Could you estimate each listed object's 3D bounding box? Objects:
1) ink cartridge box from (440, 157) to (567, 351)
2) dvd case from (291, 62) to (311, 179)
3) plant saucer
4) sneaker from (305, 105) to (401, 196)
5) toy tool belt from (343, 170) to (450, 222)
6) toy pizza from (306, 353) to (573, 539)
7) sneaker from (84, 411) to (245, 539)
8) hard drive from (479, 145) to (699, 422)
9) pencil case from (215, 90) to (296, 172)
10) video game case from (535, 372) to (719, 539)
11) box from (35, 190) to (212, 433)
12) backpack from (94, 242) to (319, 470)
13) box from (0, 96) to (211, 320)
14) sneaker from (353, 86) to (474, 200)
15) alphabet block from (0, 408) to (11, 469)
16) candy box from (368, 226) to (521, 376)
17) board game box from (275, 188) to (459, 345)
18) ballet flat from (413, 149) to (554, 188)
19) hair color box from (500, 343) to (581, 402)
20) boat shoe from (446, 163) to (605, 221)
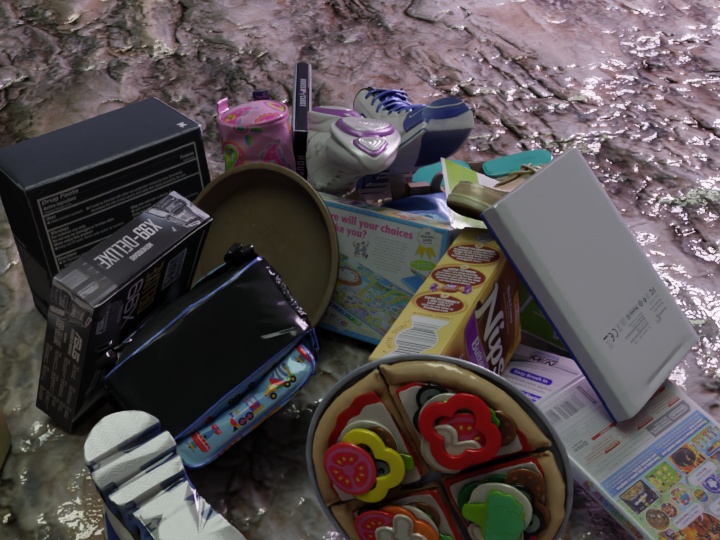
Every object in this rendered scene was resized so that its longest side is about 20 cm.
[{"bbox_3d":[0.155,-0.015,0.990,0.200,0.076,0.148,23,31,-14],"label":"ink cartridge box"},{"bbox_3d":[-0.076,-0.150,1.240,0.025,0.151,0.200,3,34,-4],"label":"dvd case"},{"bbox_3d":[-0.104,-0.010,1.028,0.200,0.201,0.029,15,6,28],"label":"plant saucer"},{"bbox_3d":[-0.011,-0.114,1.045,0.075,0.100,0.200,4,15,-16],"label":"sneaker"},{"bbox_3d":[0.075,-0.049,1.092,0.199,0.123,0.125,-13,35,-12],"label":"toy tool belt"},{"bbox_3d":[0.052,0.154,0.725,0.200,0.201,0.032,5,24,15],"label":"toy pizza"},{"bbox_3d":[-0.144,0.212,0.768,0.080,0.115,0.200,-25,68,-23],"label":"sneaker"},{"bbox_3d":[0.195,0.007,0.833,0.132,0.200,0.025,-35,3,-39],"label":"hard drive"},{"bbox_3d":[-0.113,-0.093,1.115,0.087,0.201,0.088,-3,29,2],"label":"pencil case"},{"bbox_3d":[0.242,0.155,0.796,0.143,0.018,0.200,-24,55,-34],"label":"video game case"},{"bbox_3d":[-0.224,0.040,0.937,0.050,0.200,0.158,36,45,10],"label":"box"},{"bbox_3d":[-0.134,0.082,0.904,0.182,0.135,0.200,-38,0,-12],"label":"backpack"},{"bbox_3d":[-0.267,-0.056,1.087,0.200,0.199,0.123,-25,39,-28],"label":"box"},{"bbox_3d":[0.037,-0.161,1.099,0.080,0.116,0.199,-6,-13,-26],"label":"sneaker"},{"bbox_3d":[-0.431,0.136,0.824,0.196,0.200,0.196,-3,35,4],"label":"alphabet block"},{"bbox_3d":[0.077,0.063,0.821,0.056,0.117,0.200,9,36,24],"label":"candy box"},{"bbox_3d":[0.000,0.000,1.020,0.200,0.135,0.034,16,16,28],"label":"board game box"},{"bbox_3d":[0.139,-0.098,1.206,0.199,0.067,0.068,-5,40,3],"label":"ballet flat"},{"bbox_3d":[0.119,0.147,0.849,0.109,0.065,0.200,16,41,30],"label":"hair color box"},{"bbox_3d":[0.154,-0.067,0.900,0.200,0.065,0.072,6,11,-43],"label":"boat shoe"}]
